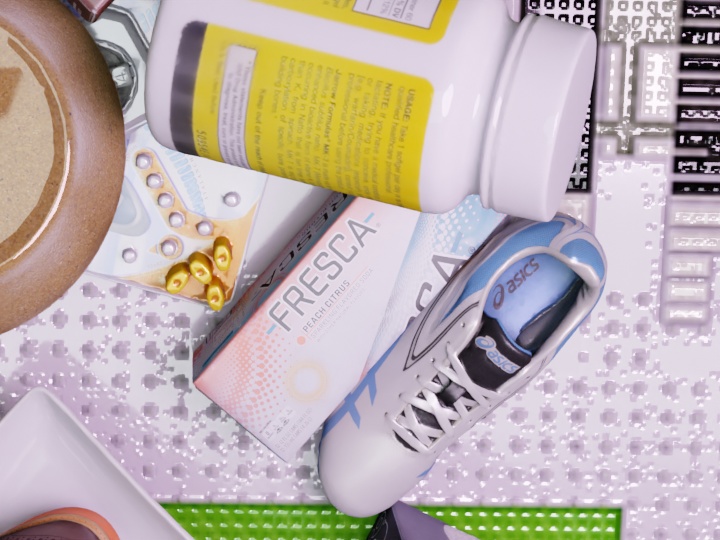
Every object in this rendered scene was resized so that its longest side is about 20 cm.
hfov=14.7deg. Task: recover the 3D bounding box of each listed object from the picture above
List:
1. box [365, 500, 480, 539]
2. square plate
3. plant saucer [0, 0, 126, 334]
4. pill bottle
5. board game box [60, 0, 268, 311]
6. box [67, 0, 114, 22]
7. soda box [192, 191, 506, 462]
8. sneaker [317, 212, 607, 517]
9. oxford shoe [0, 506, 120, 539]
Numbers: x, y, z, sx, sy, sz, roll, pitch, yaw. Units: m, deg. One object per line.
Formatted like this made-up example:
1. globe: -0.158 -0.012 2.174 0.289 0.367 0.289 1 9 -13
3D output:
1. box: 0.055 0.215 1.419 0.132 0.200 0.115 26 100 -9
2. square plate: -0.160 0.195 1.449 0.198 0.028 0.200 44 100 3
3. plant saucer: -0.213 -0.061 1.375 0.199 0.035 0.202 0 90 -10
4. pill bottle: 0.006 -0.092 1.341 0.199 0.114 0.115 15 102 11
5. board game box: -0.135 -0.097 1.427 0.199 0.026 0.201 15 101 -7
6. box: -0.162 -0.227 1.354 0.100 0.075 0.200 -42 97 -5
7. soda box: 0.000 0.000 1.439 0.068 0.064 0.200 40 98 -11
8. sneaker: 0.049 0.051 1.449 0.072 0.073 0.200 40 98 -12
9. oxford shoe: -0.217 0.180 1.405 0.199 0.073 0.071 -31 91 11
